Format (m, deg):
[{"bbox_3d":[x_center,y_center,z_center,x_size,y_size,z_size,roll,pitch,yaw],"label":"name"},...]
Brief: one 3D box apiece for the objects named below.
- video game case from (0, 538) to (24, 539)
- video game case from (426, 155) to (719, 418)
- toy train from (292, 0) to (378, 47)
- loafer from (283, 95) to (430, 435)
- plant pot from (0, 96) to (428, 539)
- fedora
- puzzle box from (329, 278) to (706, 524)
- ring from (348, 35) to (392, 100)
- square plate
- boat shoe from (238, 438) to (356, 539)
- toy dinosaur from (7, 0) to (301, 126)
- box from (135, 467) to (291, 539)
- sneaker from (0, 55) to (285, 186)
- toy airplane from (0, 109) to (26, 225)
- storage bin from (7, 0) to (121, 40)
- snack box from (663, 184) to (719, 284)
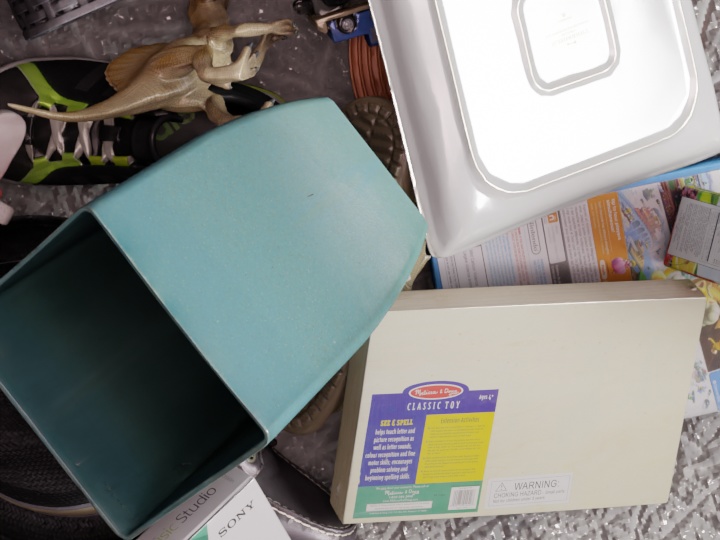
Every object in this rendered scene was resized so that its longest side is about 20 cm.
[{"bbox_3d":[-0.195,0.236,1.645,0.199,0.022,0.183,3,97,0],"label":"video game case"},{"bbox_3d":[0.144,0.020,1.692,0.199,0.018,0.144,-12,102,-5],"label":"video game case"},{"bbox_3d":[0.061,-0.162,1.655,0.199,0.034,0.046,-15,108,-5],"label":"toy train"},{"bbox_3d":[0.000,0.000,1.650,0.076,0.067,0.200,35,114,31],"label":"loafer"},{"bbox_3d":[-0.069,0.008,1.517,0.141,0.141,0.200,52,46,-2],"label":"plant pot"},{"bbox_3d":[-0.175,0.058,1.585,0.200,0.092,0.201,-2,82,15],"label":"fedora"},{"bbox_3d":[0.086,0.071,1.644,0.199,0.025,0.133,-2,117,-21],"label":"puzzle box"},{"bbox_3d":[0.093,-0.124,1.685,0.200,0.019,0.201,0,94,-5],"label":"ring"},{"bbox_3d":[0.102,-0.128,1.611,0.200,0.028,0.199,-21,105,-26],"label":"square plate"},{"bbox_3d":[-0.083,0.092,1.651,0.200,0.072,0.065,33,110,-1],"label":"boat shoe"},{"bbox_3d":[-0.096,-0.101,1.596,0.101,0.200,0.058,9,122,26],"label":"toy dinosaur"},{"bbox_3d":[-0.075,0.219,1.610,0.144,0.036,0.200,-43,126,-19],"label":"box"},{"bbox_3d":[-0.125,-0.082,1.633,0.199,0.083,0.072,-1,93,-6],"label":"sneaker"},{"bbox_3d":[-0.262,-0.073,1.514,0.199,0.141,0.201,-16,92,-6],"label":"toy airplane"},{"bbox_3d":[-0.106,-0.204,1.600,0.200,0.135,0.094,-25,96,-4],"label":"storage bin"},{"bbox_3d":[0.284,0.007,1.631,0.199,0.142,0.053,14,94,-20],"label":"snack box"}]
